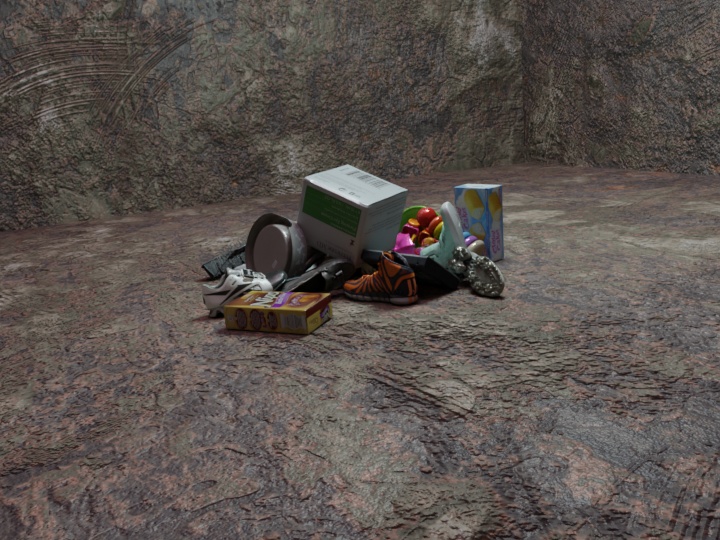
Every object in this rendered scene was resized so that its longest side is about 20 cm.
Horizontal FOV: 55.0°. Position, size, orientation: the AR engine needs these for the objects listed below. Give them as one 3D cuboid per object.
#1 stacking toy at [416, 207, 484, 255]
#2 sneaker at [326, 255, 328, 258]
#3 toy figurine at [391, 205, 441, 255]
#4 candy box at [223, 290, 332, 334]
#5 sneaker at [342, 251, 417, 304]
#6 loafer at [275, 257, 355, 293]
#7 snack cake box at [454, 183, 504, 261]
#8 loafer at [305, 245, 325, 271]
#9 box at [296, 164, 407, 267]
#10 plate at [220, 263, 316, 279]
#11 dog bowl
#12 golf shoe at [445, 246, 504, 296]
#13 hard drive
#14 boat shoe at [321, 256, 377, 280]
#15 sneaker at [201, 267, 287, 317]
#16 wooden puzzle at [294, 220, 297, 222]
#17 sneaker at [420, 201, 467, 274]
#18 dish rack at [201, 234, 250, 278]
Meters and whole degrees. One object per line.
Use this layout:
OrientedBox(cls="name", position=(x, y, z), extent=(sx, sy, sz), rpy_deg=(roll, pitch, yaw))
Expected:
OrientedBox(cls="stacking toy", position=(0.228, -0.099, 1.816), extent=(0.200, 0.085, 0.085), rpy_deg=(44, 37, 23))
OrientedBox(cls="sneaker", position=(-0.008, -0.046, 1.869), extent=(0.199, 0.088, 0.074), rpy_deg=(2, 12, 25))
OrientedBox(cls="toy figurine", position=(0.163, -0.063, 1.888), extent=(0.200, 0.150, 0.184), rpy_deg=(24, 35, 11))
OrientedBox(cls="candy box", position=(-0.173, 0.086, 1.459), extent=(0.199, 0.057, 0.117), rpy_deg=(0, 15, 24))
OrientedBox(cls="sneaker", position=(0.043, 0.009, 1.572), extent=(0.200, 0.112, 0.078), rpy_deg=(3, 15, 34))
OrientedBox(cls="loafer", position=(-0.098, 0.031, 1.611), extent=(0.200, 0.072, 0.063), rpy_deg=(-23, 18, -11))
OrientedBox(cls="snack cake box", position=(0.319, -0.129, 1.861), extent=(0.115, 0.201, 0.067), rpy_deg=(8, 19, 44))
OrientedBox(cls="loafer", position=(-0.148, -0.040, 1.817), extent=(0.200, 0.070, 0.075), rpy_deg=(-39, -2, -27))
OrientedBox(cls="box", position=(-0.025, -0.141, 1.737), extent=(0.199, 0.172, 0.200), rpy_deg=(27, 31, 25))
OrientedBox(cls="plate", position=(-0.254, -0.004, 1.912), extent=(0.200, 0.032, 0.199), rpy_deg=(2, 16, 31))
OrientedBox(cls="dog bowl", position=(-0.209, -0.042, 1.725), extent=(0.059, 0.201, 0.200), rpy_deg=(3, 5, -43))
OrientedBox(cls="golf shoe", position=(0.287, 0.005, 1.596), extent=(0.097, 0.078, 0.200), rpy_deg=(20, 16, -31))
OrientedBox(cls="hard drive", position=(0.115, -0.003, 1.629), extent=(0.200, 0.033, 0.139), rpy_deg=(8, -16, 44))
OrientedBox(cls="boat shoe", position=(0.000, 0.000, 1.751), extent=(0.200, 0.072, 0.065), rpy_deg=(0, 45, -33))
OrientedBox(cls="sneaker", position=(-0.264, 0.027, 1.570), extent=(0.200, 0.089, 0.074), rpy_deg=(-24, 16, -18))
OrientedBox(cls="wooden puzzle", position=(-0.124, -0.091, 2.005), extent=(0.199, 0.046, 0.185), rpy_deg=(-3, 35, -5))
OrientedBox(cls="sneaker", position=(0.195, -0.069, 1.702), extent=(0.118, 0.201, 0.074), rpy_deg=(-8, 31, 20))
OrientedBox(cls="dish rack", position=(-0.332, -0.051, 1.882), extent=(0.153, 0.055, 0.200), rpy_deg=(-31, -5, -38))
